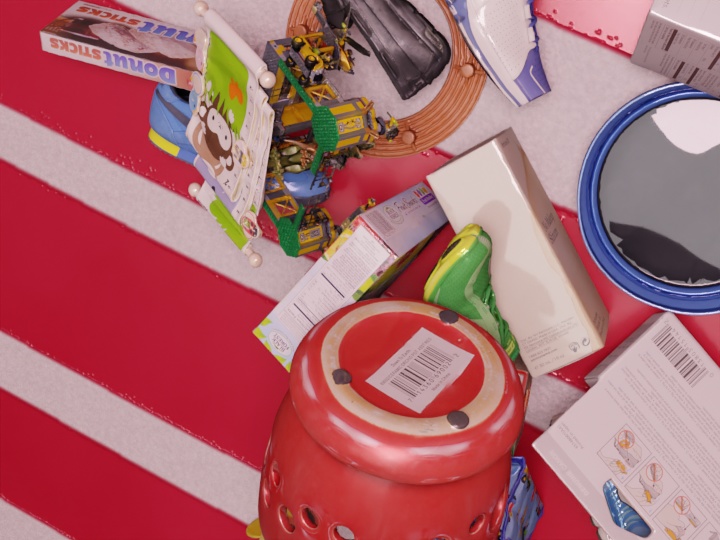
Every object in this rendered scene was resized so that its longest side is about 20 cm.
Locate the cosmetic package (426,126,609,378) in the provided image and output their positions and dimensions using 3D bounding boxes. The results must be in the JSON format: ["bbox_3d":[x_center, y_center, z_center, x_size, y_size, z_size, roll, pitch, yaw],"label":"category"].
[{"bbox_3d":[0.143,-0.019,0.918,0.073,0.104,0.201,-26,96,20],"label":"cosmetic package"}]

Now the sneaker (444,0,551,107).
[{"bbox_3d":[0.126,-0.245,0.871,0.115,0.081,0.200,-30,99,10],"label":"sneaker"}]

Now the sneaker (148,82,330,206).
[{"bbox_3d":[-0.115,-0.128,0.986,0.199,0.066,0.079,27,121,12],"label":"sneaker"}]

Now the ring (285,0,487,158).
[{"bbox_3d":[0.021,-0.204,0.954,0.198,0.019,0.203,4,105,16],"label":"ring"}]

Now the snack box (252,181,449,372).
[{"bbox_3d":[0.000,0.000,0.913,0.053,0.200,0.142,46,112,4],"label":"snack box"}]

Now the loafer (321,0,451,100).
[{"bbox_3d":[-0.007,-0.237,0.908,0.070,0.068,0.201,-44,92,14],"label":"loafer"}]

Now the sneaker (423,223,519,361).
[{"bbox_3d":[0.097,0.041,0.866,0.083,0.074,0.201,21,139,20],"label":"sneaker"}]

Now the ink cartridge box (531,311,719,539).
[{"bbox_3d":[0.270,0.168,0.912,0.176,0.045,0.200,-40,89,-9],"label":"ink cartridge box"}]

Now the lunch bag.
[{"bbox_3d":[0.061,0.222,0.979,0.198,0.151,0.095,10,66,21],"label":"lunch bag"}]

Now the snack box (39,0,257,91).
[{"bbox_3d":[-0.203,-0.214,0.993,0.198,0.072,0.024,17,132,13],"label":"snack box"}]

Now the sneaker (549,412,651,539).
[{"bbox_3d":[0.257,0.211,0.955,0.090,0.078,0.201,-30,93,19],"label":"sneaker"}]

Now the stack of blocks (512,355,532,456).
[{"bbox_3d":[0.061,0.120,1.002,0.198,0.059,0.116,12,107,14],"label":"stack of blocks"}]

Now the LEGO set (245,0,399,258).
[{"bbox_3d":[-0.022,-0.118,0.893,0.154,0.115,0.201,50,142,31],"label":"LEGO set"}]

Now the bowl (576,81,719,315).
[{"bbox_3d":[0.289,-0.063,0.893,0.199,0.039,0.203,4,105,17],"label":"bowl"}]

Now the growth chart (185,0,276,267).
[{"bbox_3d":[-0.118,-0.121,0.911,0.145,0.018,0.202,41,135,38],"label":"growth chart"}]

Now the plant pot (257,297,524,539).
[{"bbox_3d":[0.023,0.134,0.802,0.199,0.201,0.184,18,129,12],"label":"plant pot"}]

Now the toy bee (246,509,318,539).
[{"bbox_3d":[-0.081,0.307,1.057,0.131,0.108,0.202,-18,74,57],"label":"toy bee"}]

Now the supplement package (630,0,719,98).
[{"bbox_3d":[0.329,-0.202,0.767,0.199,0.151,0.153,25,92,10],"label":"supplement package"}]
